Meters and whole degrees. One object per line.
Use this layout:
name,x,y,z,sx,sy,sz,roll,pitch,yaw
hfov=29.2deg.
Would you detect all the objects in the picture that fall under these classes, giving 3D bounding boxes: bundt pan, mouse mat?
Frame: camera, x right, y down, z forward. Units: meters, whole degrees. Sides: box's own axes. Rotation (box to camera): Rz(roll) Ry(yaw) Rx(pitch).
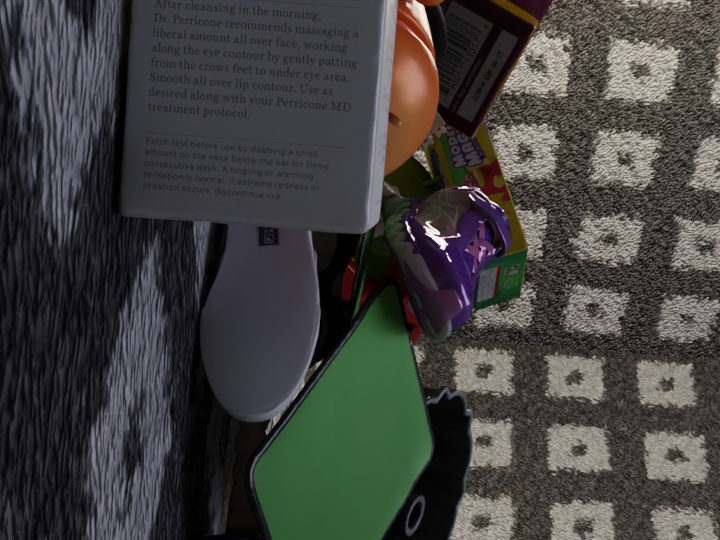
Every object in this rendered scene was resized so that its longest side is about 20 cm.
bundt pan,0.011,0.175,1.060,0.202,0.075,0.204,-42,142,-46
mouse mat,-0.007,0.122,0.888,0.200,0.007,0.163,-53,139,-44
mouse mat,0.000,0.000,0.973,0.161,0.007,0.203,78,22,-86

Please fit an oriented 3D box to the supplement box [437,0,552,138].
supplement box,0.101,-0.208,1.101,0.111,0.085,0.201,-60,179,37

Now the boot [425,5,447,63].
boot,-0.007,-0.242,0.933,0.200,0.073,0.152,43,32,-36

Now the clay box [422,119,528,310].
clay box,0.089,-0.081,1.175,0.115,0.047,0.202,83,-10,-68

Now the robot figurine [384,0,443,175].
robot figurine,-0.017,-0.131,0.774,0.117,0.142,0.202,81,0,-52

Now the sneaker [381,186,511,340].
sneaker,0.066,-0.017,0.979,0.200,0.087,0.081,-94,165,-74

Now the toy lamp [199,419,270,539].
toy lamp,-0.072,0.123,0.879,0.058,0.057,0.203,90,2,-64

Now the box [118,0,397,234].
box,-0.037,-0.123,0.618,0.152,0.105,0.203,-45,140,-86

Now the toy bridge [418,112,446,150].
toy bridge,0.019,-0.120,1.022,0.067,0.027,0.200,51,-3,-25

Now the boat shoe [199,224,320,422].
boat shoe,-0.060,0.004,0.853,0.068,0.071,0.203,87,0,-62

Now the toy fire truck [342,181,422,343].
toy fire truck,-0.008,-0.027,1.095,0.142,0.198,0.049,-58,-149,22

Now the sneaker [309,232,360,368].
sneaker,-0.054,-0.002,0.993,0.089,0.076,0.202,58,-38,39

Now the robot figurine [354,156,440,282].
robot figurine,-0.004,-0.025,1.207,0.201,0.174,0.116,-61,173,34
